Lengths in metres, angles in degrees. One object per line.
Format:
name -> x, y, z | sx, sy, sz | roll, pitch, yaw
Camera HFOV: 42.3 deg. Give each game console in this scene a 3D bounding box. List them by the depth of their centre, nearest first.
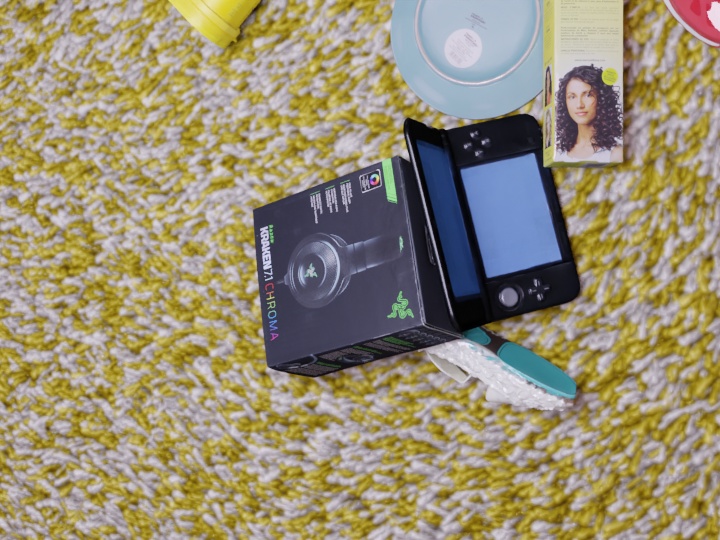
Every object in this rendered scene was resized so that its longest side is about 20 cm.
game console -> 0.132, -0.054, 0.904 | 0.173, 0.116, 0.203 | -13, 86, -11

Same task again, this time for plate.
plate -> 0.124, -0.263, 0.986 | 0.197, 0.026, 0.204 | 0, 90, 16

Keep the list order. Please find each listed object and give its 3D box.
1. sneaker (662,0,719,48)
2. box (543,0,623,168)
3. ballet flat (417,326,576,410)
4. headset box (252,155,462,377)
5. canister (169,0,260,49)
sneaker -> 0.312, -0.310, 0.880 | 0.078, 0.115, 0.202 | -31, 81, 14
box -> 0.223, -0.207, 0.933 | 0.074, 0.050, 0.204 | -1, 89, -2
ballet flat -> 0.131, 0.097, 0.969 | 0.199, 0.072, 0.072 | 32, 99, 20
headset box -> 0.000, 0.000, 0.951 | 0.198, 0.092, 0.177 | -16, 71, 28
canister -> -0.141, -0.375, 1.037 | 0.149, 0.086, 0.200 | 46, 101, 12
